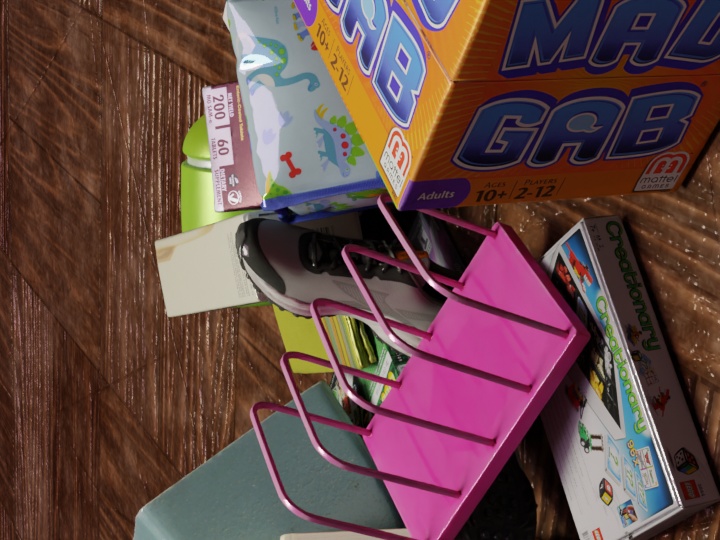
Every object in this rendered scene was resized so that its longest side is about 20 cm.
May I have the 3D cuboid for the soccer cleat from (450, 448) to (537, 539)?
[{"bbox_3d":[0.080,0.146,1.119,0.073,0.068,0.200,-38,47,53],"label":"soccer cleat"}]

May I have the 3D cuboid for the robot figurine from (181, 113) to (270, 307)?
[{"bbox_3d":[-0.113,-0.067,1.478,0.175,0.115,0.200,-141,50,-71],"label":"robot figurine"}]

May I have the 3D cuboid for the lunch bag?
[{"bbox_3d":[0.015,-0.136,1.129,0.127,0.200,0.170,32,-132,-83],"label":"lunch bag"}]

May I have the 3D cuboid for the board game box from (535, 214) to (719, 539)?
[{"bbox_3d":[0.162,0.080,1.034,0.126,0.035,0.200,130,129,-57],"label":"board game box"}]

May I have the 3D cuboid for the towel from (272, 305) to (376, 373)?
[{"bbox_3d":[-0.037,0.047,1.369,0.200,0.018,0.086,166,89,-70],"label":"towel"}]

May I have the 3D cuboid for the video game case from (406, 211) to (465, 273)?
[{"bbox_3d":[0.069,0.070,1.245,0.143,0.019,0.200,112,143,-45],"label":"video game case"}]

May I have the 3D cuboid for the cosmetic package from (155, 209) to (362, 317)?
[{"bbox_3d":[-0.086,-0.009,1.280,0.200,0.105,0.071,-10,90,61],"label":"cosmetic package"}]

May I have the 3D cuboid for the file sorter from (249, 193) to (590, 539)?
[{"bbox_3d":[0.029,0.068,1.051,0.200,0.125,0.139,-59,32,21],"label":"file sorter"}]

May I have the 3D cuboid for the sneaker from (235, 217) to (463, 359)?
[{"bbox_3d":[0.000,0.000,1.151,0.079,0.200,0.074,-52,28,38],"label":"sneaker"}]

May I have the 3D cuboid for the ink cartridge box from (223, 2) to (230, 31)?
[{"bbox_3d":[-0.043,-0.258,1.329,0.200,0.084,0.146,109,145,-41],"label":"ink cartridge box"}]

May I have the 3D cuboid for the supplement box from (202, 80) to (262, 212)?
[{"bbox_3d":[-0.029,-0.110,1.257,0.200,0.061,0.109,-6,90,32],"label":"supplement box"}]

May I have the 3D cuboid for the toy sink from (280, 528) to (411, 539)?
[{"bbox_3d":[0.001,0.296,1.163,0.130,0.112,0.200,89,179,-79],"label":"toy sink"}]

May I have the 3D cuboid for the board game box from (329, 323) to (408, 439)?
[{"bbox_3d":[0.007,0.109,1.347,0.200,0.023,0.105,107,148,-52],"label":"board game box"}]

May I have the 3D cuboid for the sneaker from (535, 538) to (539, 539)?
[{"bbox_3d":[0.111,0.227,1.143,0.077,0.078,0.200,-60,27,5],"label":"sneaker"}]

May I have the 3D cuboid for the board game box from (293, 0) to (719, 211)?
[{"bbox_3d":[0.102,-0.179,0.912,0.200,0.199,0.200,65,147,35],"label":"board game box"}]

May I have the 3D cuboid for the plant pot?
[{"bbox_3d":[-0.060,0.252,1.330,0.200,0.196,0.196,51,158,13],"label":"plant pot"}]

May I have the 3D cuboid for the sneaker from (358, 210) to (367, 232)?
[{"bbox_3d":[-0.015,-0.072,1.328,0.083,0.081,0.200,34,130,42],"label":"sneaker"}]
